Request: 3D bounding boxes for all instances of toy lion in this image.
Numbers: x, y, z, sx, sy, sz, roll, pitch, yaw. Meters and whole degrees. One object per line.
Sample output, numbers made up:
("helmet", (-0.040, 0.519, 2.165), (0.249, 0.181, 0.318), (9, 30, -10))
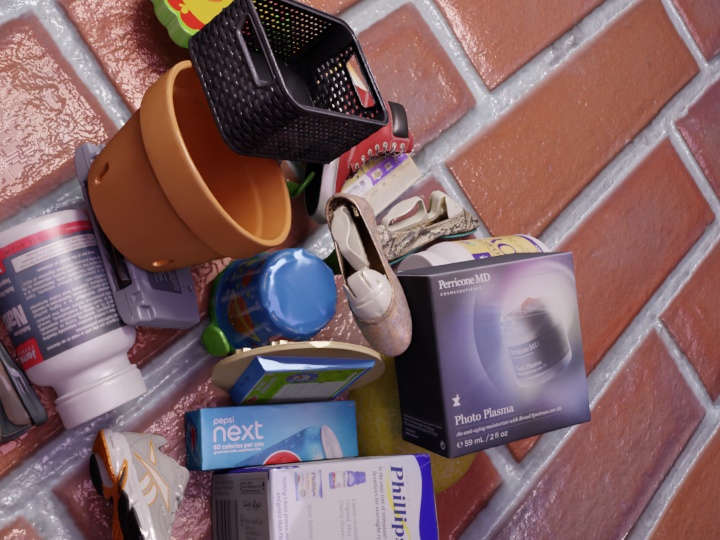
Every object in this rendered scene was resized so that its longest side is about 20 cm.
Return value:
("toy lion", (-0.161, -0.318, 0.986), (0.200, 0.068, 0.192), (48, 44, -13))

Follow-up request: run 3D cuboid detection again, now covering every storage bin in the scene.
("storage bin", (-0.070, -0.199, 0.837), (0.199, 0.093, 0.137), (-6, 71, -59))

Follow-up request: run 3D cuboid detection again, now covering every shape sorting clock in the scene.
("shape sorting clock", (-0.070, 0.113, 0.893), (0.197, 0.200, 0.040), (3, 65, -29))

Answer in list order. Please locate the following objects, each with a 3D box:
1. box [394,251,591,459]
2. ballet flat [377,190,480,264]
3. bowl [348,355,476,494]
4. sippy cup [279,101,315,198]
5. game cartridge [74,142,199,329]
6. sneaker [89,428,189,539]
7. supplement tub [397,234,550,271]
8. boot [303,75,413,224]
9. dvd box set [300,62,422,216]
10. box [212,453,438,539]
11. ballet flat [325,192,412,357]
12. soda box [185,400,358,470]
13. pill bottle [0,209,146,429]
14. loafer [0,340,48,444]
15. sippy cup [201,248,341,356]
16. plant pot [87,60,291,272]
("box", (0.146, 0.089, 0.916), (0.197, 0.123, 0.203), (-9, 92, -24))
("ballet flat", (0.089, -0.068, 1.095), (0.197, 0.067, 0.077), (-20, 114, -30))
("bowl", (0.091, 0.192, 1.020), (0.197, 0.107, 0.204), (7, 75, -29))
("sippy cup", (-0.136, -0.172, 0.958), (0.175, 0.130, 0.143), (10, 74, -28))
("game cartridge", (-0.241, -0.032, 0.870), (0.041, 0.133, 0.203), (-22, 77, 9))
("sneaker", (-0.209, 0.237, 0.811), (0.091, 0.077, 0.201), (2, 37, -37))
("supplement tub", (0.158, 0.030, 1.072), (0.197, 0.145, 0.148), (-7, 82, -31))
("boot", (0.004, -0.143, 1.033), (0.142, 0.072, 0.204), (18, 70, -26))
("dvd box set", (-0.019, -0.171, 1.082), (0.146, 0.029, 0.201), (-41, 101, -29))
("box", (-0.044, 0.267, 0.881), (0.197, 0.183, 0.107), (3, 75, -29))
("ballet flat", (0.000, 0.000, 0.879), (0.067, 0.067, 0.203), (32, 33, -59))
("soda box", (-0.103, 0.193, 0.933), (0.197, 0.064, 0.069), (2, 78, -29))
("pill bottle", (-0.302, 0.052, 0.819), (0.118, 0.119, 0.203), (-24, 90, -31))
("loafer", (-0.390, 0.081, 0.793), (0.062, 0.072, 0.202), (-32, 98, -24))
("sippy cup", (-0.094, 0.035, 0.927), (0.138, 0.130, 0.181), (28, 66, -22))
("plant pot", (-0.182, -0.090, 0.812), (0.201, 0.138, 0.202), (52, 24, -34))
